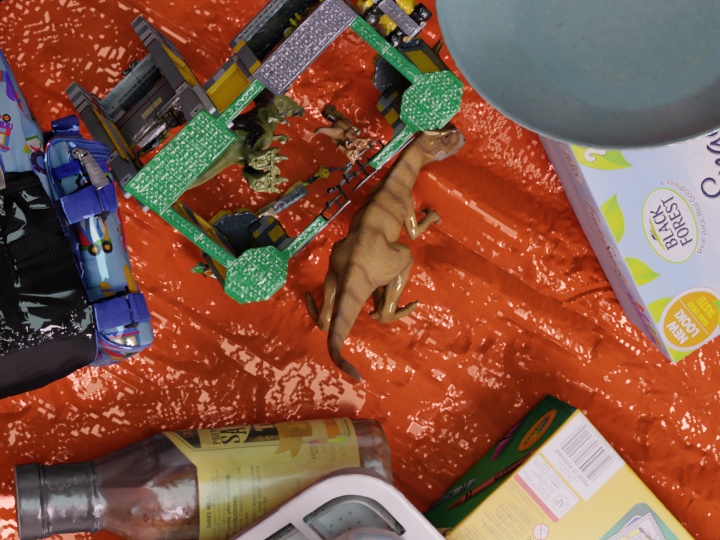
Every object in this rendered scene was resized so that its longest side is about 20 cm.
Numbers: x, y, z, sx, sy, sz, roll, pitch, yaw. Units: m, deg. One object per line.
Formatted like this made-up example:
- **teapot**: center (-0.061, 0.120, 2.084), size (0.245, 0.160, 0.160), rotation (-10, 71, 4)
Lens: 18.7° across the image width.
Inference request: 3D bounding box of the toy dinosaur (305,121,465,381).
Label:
- **toy dinosaur**: center (0.000, 0.000, 1.157), size (0.060, 0.106, 0.200), rotation (17, 54, 6)

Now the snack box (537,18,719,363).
- **snack box**: center (0.210, -0.073, 1.186), size (0.200, 0.068, 0.169), rotation (-32, 122, -3)

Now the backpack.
- **backpack**: center (-0.198, -0.036, 1.091), size (0.134, 0.183, 0.200), rotation (-15, 86, -18)

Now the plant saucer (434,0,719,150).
- **plant saucer**: center (0.139, -0.143, 1.114), size (0.201, 0.039, 0.201), rotation (-4, 65, 10)

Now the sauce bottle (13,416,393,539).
- **sauce bottle**: center (-0.084, 0.116, 1.175), size (0.200, 0.066, 0.066), rotation (-3, 95, -13)

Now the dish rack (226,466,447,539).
- **dish rack**: center (-0.022, 0.195, 1.168), size (0.200, 0.044, 0.172), rotation (-35, 113, 18)

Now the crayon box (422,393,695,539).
- **crayon box**: center (0.135, 0.183, 1.227), size (0.119, 0.058, 0.200), rotation (-43, 101, -5)

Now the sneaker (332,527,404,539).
- **sneaker**: center (-0.017, 0.230, 1.116), size (0.074, 0.082, 0.200), rotation (9, 120, -2)

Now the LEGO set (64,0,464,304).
- **LEGO set**: center (-0.056, -0.095, 1.155), size (0.154, 0.116, 0.200), rotation (28, 108, -41)
